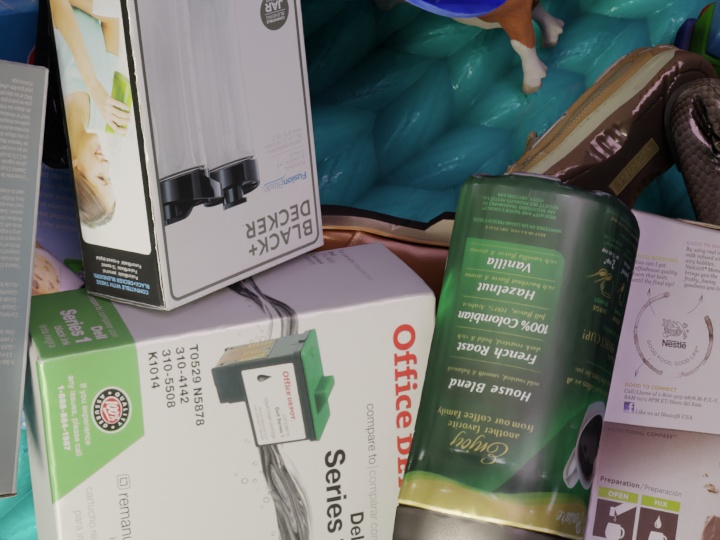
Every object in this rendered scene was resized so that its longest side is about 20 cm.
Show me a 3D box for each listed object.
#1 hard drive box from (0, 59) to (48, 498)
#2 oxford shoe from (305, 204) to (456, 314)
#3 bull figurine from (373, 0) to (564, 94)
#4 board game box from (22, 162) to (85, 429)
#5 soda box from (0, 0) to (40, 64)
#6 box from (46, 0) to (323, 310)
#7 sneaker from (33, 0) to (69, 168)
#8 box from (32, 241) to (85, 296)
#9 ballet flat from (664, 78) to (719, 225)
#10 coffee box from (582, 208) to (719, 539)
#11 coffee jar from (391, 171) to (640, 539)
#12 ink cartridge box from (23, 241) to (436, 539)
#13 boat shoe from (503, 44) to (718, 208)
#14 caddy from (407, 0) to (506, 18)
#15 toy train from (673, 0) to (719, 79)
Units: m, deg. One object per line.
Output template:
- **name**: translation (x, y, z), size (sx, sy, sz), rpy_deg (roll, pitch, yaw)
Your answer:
- **hard drive box**: translation (-0.234, -0.001, 0.852), size (0.155, 0.077, 0.201), rpy_deg (6, 91, 30)
- **oxford shoe**: translation (0.000, 0.000, 1.000), size (0.199, 0.071, 0.072), rpy_deg (7, 99, 12)
- **bull figurine**: translation (0.104, -0.183, 1.081), size (0.121, 0.200, 0.065), rpy_deg (49, 23, -31)
- **board game box**: translation (-0.197, -0.019, 0.985), size (0.151, 0.037, 0.201), rpy_deg (10, 67, -11)
- **soda box**: translation (-0.144, -0.142, 1.002), size (0.200, 0.068, 0.064), rpy_deg (-14, 52, -32)
- **box**: translation (-0.083, -0.094, 0.886), size (0.116, 0.060, 0.201), rpy_deg (-23, 115, -45)
- **sneaker**: translation (-0.111, -0.117, 0.945), size (0.104, 0.060, 0.201), rpy_deg (-1, 106, -42)
- **box**: translation (-0.228, -0.036, 0.941), size (0.200, 0.039, 0.041), rpy_deg (40, 65, 4)
- **ballet flat**: translation (0.226, -0.016, 1.048), size (0.067, 0.046, 0.201), rpy_deg (-27, 107, -20)
- **coffee box**: translation (0.143, 0.079, 0.972), size (0.080, 0.113, 0.201), rpy_deg (12, 79, -12)
- **coffee jar**: translation (0.074, 0.060, 0.883), size (0.085, 0.104, 0.201), rpy_deg (9, 82, 19)
- **ink cartridge box**: translation (-0.063, 0.078, 0.920), size (0.199, 0.084, 0.147), rpy_deg (-10, 112, -17)
- **boat shoe**: translation (0.119, -0.054, 1.071), size (0.200, 0.076, 0.072), rpy_deg (-41, 124, -10)
- **caddy**: translation (0.031, -0.225, 0.917), size (0.141, 0.105, 0.201), rpy_deg (-14, 78, -45)
- **toy train**: translation (0.296, -0.115, 1.110), size (0.199, 0.116, 0.085), rpy_deg (20, 66, -6)
